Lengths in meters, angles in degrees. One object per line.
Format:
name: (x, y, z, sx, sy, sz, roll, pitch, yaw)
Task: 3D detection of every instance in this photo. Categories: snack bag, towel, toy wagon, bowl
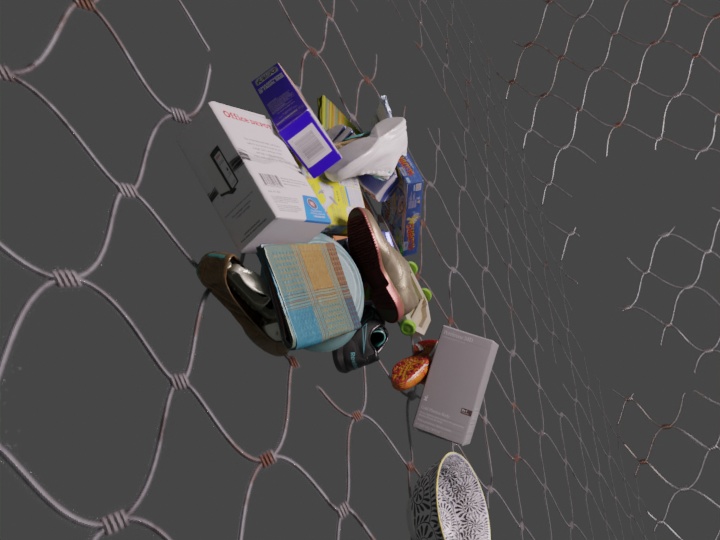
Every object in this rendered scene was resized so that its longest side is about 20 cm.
snack bag: (0.060, -0.251, 1.407, 0.200, 0.021, 0.190, 136, -63, -81)
towel: (-0.069, 0.030, 0.944, 0.200, 0.022, 0.148, -8, 79, -64)
toy wagon: (0.088, 0.037, 1.364, 0.201, 0.039, 0.155, 61, 28, -14)
bowl: (0.140, 0.423, 1.132, 0.201, 0.094, 0.202, 39, 40, -44)
towel: (-0.029, -0.281, 1.398, 0.200, 0.018, 0.087, 36, 47, -48)

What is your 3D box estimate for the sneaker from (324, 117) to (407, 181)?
sneaker: (0.021, -0.191, 1.159, 0.200, 0.075, 0.089, -38, 128, -32)

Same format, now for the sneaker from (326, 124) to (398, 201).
sneaker: (0.016, -0.202, 1.303, 0.200, 0.081, 0.115, 47, 2, 34)

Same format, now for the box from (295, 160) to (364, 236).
box: (-0.082, -0.121, 1.109, 0.199, 0.048, 0.118, 4, 66, -43)

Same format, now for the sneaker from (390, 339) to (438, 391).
sneaker: (0.119, 0.196, 1.280, 0.200, 0.072, 0.078, -26, 104, -60)

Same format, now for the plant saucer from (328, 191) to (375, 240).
plant saucer: (-0.029, -0.086, 1.239, 0.200, 0.037, 0.202, 42, 37, -42)

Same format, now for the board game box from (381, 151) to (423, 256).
board game box: (0.080, -0.144, 1.314, 0.201, 0.034, 0.136, 89, -17, -49)

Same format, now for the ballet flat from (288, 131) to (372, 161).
ballet flat: (-0.038, -0.207, 1.199, 0.198, 0.070, 0.066, -17, 89, -22)

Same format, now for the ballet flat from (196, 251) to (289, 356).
ballet flat: (-0.140, 0.047, 0.904, 0.201, 0.072, 0.068, 54, 42, -28)

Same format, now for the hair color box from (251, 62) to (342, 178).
hair color box: (-0.108, -0.251, 1.090, 0.109, 0.065, 0.200, 51, 5, -42)

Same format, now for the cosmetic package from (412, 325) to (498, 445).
cosmetic package: (0.181, 0.215, 1.238, 0.090, 0.106, 0.202, 26, 78, -69)

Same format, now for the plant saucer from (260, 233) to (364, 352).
plant saucer: (-0.063, 0.026, 1.031, 0.199, 0.036, 0.202, 15, 65, -36)

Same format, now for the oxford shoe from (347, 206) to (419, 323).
oxford shoe: (0.038, -0.016, 1.107, 0.074, 0.070, 0.202, -25, 98, -37)

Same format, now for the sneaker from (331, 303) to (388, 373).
sneaker: (0.016, 0.105, 1.137, 0.201, 0.079, 0.076, -66, 138, -54)

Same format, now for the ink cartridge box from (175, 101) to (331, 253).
ink cartridge box: (-0.151, -0.129, 0.945, 0.201, 0.084, 0.146, 58, 24, 15)

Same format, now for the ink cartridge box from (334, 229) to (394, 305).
ink cartridge box: (0.000, 0.000, 1.141, 0.199, 0.042, 0.120, -15, 85, -38)
